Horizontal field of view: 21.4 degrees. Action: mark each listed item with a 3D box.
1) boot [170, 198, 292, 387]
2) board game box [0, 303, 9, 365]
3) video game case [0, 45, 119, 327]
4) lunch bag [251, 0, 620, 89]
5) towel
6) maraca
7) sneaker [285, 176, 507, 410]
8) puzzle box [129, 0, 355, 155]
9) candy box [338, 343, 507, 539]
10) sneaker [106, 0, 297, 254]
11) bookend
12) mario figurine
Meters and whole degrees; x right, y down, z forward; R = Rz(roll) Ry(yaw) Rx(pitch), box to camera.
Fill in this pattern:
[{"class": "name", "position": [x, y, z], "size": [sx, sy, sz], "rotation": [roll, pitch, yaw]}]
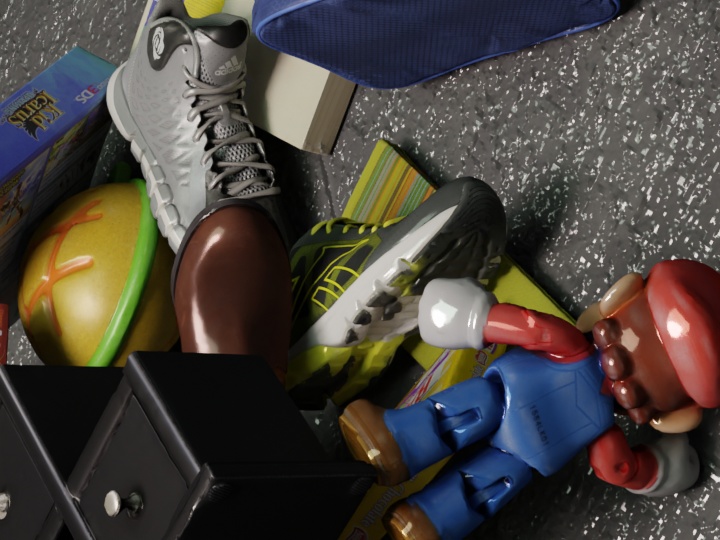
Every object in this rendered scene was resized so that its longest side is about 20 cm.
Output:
[{"class": "boot", "position": [-0.054, 0.084, 0.952], "size": [0.200, 0.068, 0.189], "rotation": [-117, 37, -59]}, {"class": "board game box", "position": [-0.224, 0.130, 1.109], "size": [0.103, 0.019, 0.201], "rotation": [135, 138, -63]}, {"class": "video game case", "position": [-0.230, -0.025, 1.194], "size": [0.045, 0.200, 0.182], "rotation": [30, 124, 5]}, {"class": "lunch bag", "position": [0.031, -0.189, 1.012], "size": [0.199, 0.136, 0.133], "rotation": [-13, 71, 36]}, {"class": "towel", "position": [0.051, 0.014, 1.042], "size": [0.200, 0.018, 0.086], "rotation": [47, 120, 40]}, {"class": "maraca", "position": [-0.163, 0.001, 1.206], "size": [0.137, 0.107, 0.200], "rotation": [-61, 21, 10]}, {"class": "sneaker", "position": [0.000, 0.000, 1.028], "size": [0.200, 0.074, 0.085], "rotation": [-44, 57, 40]}, {"class": "puzzle box", "position": [-0.064, -0.166, 1.191], "size": [0.200, 0.025, 0.134], "rotation": [31, 105, 45]}, {"class": "candy box", "position": [0.009, 0.111, 1.000], "size": [0.200, 0.026, 0.102], "rotation": [-53, 7, 31]}, {"class": "sneaker", "position": [-0.085, -0.085, 1.125], "size": [0.200, 0.075, 0.116], "rotation": [54, 137, 28]}, {"class": "bookend", "position": [-0.115, 0.099, 0.902], "size": [0.199, 0.092, 0.200], "rotation": [54, 126, 37]}, {"class": "mario figurine", "position": [0.091, 0.059, 0.896], "size": [0.199, 0.124, 0.106], "rotation": [-26, 49, -11]}]
